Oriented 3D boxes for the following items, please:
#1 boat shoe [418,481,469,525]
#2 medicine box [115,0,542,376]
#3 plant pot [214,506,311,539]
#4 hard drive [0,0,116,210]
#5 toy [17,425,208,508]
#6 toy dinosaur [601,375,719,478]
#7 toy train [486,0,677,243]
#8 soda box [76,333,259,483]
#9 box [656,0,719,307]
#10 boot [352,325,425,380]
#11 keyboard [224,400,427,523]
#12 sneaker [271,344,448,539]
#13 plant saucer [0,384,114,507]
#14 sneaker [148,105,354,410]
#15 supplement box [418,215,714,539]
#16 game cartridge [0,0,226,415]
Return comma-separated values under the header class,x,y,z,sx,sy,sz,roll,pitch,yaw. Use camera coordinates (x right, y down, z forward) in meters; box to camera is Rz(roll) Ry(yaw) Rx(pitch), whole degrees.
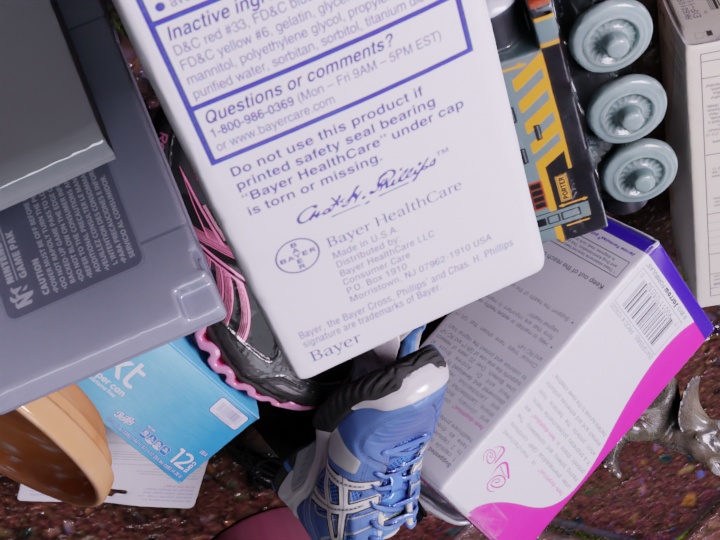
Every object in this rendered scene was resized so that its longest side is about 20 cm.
class,x,y,z,sx,sy,sz,roll,pitch,yaw
boat shoe,0.032,0.118,0.933,0.072,0.069,0.200,-29,135,3
medicine box,-0.030,-0.101,0.472,0.102,0.183,0.201,-23,136,-3
plant pot,-0.042,0.282,0.968,0.198,0.180,0.201,-13,134,-13
hard drive,-0.225,-0.068,0.609,0.199,0.133,0.027,-24,159,-1
toy,-0.136,0.054,0.815,0.114,0.047,0.201,7,121,-22
toy dinosaur,0.190,0.082,0.980,0.102,0.077,0.200,-44,106,7
toy train,0.114,-0.099,0.770,0.113,0.086,0.201,-19,135,6
soda box,-0.146,0.023,0.724,0.064,0.068,0.200,-39,116,12
box,0.238,-0.080,0.816,0.094,0.078,0.201,-10,130,4
boot,0.000,0.000,0.781,0.074,0.095,0.201,-47,153,-33
keyboard,-0.037,0.124,0.898,0.126,0.021,0.200,0,147,21
sneaker,0.012,0.109,0.757,0.075,0.077,0.200,-22,158,-27
plant saucer,-0.213,0.057,0.713,0.038,0.199,0.201,-58,141,-25
sneaker,-0.055,-0.011,0.711,0.095,0.079,0.201,-23,112,34
supplement box,0.113,0.067,0.854,0.200,0.103,0.101,-48,129,-7
game cartridge,-0.157,-0.040,0.623,0.132,0.201,0.041,-21,159,-6
